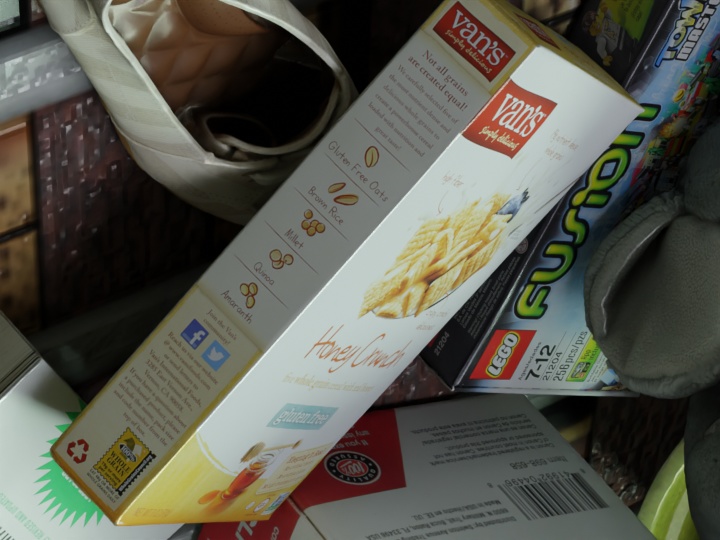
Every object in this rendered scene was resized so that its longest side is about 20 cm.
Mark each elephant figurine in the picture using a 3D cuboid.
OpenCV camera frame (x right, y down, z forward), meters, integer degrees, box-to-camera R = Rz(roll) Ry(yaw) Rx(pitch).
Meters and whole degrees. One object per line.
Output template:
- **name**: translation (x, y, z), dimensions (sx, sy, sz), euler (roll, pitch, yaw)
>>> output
- **elephant figurine**: translation (0.154, 0.003, 0.973), dimensions (0.155, 0.201, 0.141), euler (-24, 161, 12)

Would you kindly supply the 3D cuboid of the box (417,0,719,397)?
- **box**: translation (0.105, -0.043, 1.002), dimensions (0.110, 0.035, 0.200), euler (3, 124, -44)

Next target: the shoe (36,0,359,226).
- **shoe**: translation (-0.044, -0.056, 0.832), dimensions (0.070, 0.053, 0.200), euler (-42, 146, 1)

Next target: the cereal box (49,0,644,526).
- **cereal box**: translation (0.000, 0.000, 0.892), dimensions (0.200, 0.040, 0.144), euler (-48, 163, 10)

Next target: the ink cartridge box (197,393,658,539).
- **ink cartridge box**: translation (0.051, 0.143, 0.996), dimensions (0.144, 0.200, 0.084), euler (-6, 130, -39)

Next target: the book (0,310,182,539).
- **book**: translation (-0.162, 0.115, 0.908), dimensions (0.200, 0.048, 0.134), euler (-43, 145, -6)

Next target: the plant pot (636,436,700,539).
- **plant pot**: translation (0.209, 0.128, 1.126), dimensions (0.200, 0.200, 0.184), euler (-48, 176, 6)
